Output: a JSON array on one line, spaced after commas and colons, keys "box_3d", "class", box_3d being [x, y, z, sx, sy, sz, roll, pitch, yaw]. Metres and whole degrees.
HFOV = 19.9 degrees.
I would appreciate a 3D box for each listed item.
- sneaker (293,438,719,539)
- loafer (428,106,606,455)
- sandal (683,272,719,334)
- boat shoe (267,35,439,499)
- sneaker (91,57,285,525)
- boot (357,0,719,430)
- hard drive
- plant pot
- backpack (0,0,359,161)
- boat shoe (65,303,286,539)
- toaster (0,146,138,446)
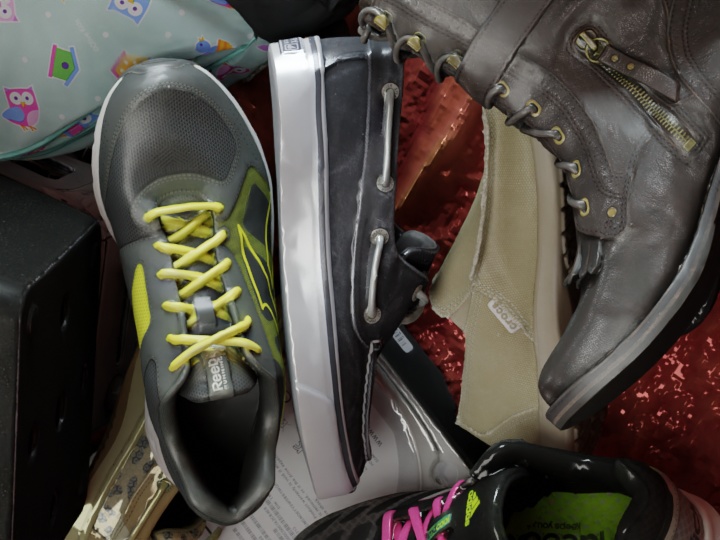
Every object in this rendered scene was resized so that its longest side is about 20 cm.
[{"box_3d": [0.050, 0.113, 0.866, 0.199, 0.087, 0.074, -8, 58, 19], "class": "sneaker"}, {"box_3d": [0.064, -0.005, 0.880, 0.068, 0.076, 0.201, 1, 107, 19], "class": "loafer"}, {"box_3d": [0.136, -0.070, 0.844, 0.075, 0.045, 0.201, 18, 115, 19], "class": "sandal"}, {"box_3d": [0.000, 0.000, 0.866, 0.068, 0.072, 0.201, -4, 103, -4], "class": "boat shoe"}, {"box_3d": [-0.060, 0.012, 0.847, 0.074, 0.085, 0.201, -13, 110, -10], "class": "sneaker"}, {"box_3d": [0.072, -0.059, 0.798, 0.174, 0.069, 0.200, 31, 89, 13], "class": "boot"}, {"box_3d": [-0.039, 0.102, 0.985, 0.200, 0.038, 0.140, -39, 86, 30], "class": "hard drive"}, {"box_3d": [-0.208, 0.046, 0.845, 0.177, 0.200, 0.201, 5, 104, 4], "class": "plant pot"}, {"box_3d": [-0.118, -0.133, 0.895, 0.200, 0.127, 0.167, -27, 91, 25], "class": "backpack"}, {"box_3d": [-0.088, 0.097, 0.943, 0.063, 0.073, 0.201, 25, 111, 10], "class": "boat shoe"}, {"box_3d": [-0.187, -0.008, 0.979, 0.199, 0.114, 0.130, 23, 110, 16], "class": "toaster"}]
